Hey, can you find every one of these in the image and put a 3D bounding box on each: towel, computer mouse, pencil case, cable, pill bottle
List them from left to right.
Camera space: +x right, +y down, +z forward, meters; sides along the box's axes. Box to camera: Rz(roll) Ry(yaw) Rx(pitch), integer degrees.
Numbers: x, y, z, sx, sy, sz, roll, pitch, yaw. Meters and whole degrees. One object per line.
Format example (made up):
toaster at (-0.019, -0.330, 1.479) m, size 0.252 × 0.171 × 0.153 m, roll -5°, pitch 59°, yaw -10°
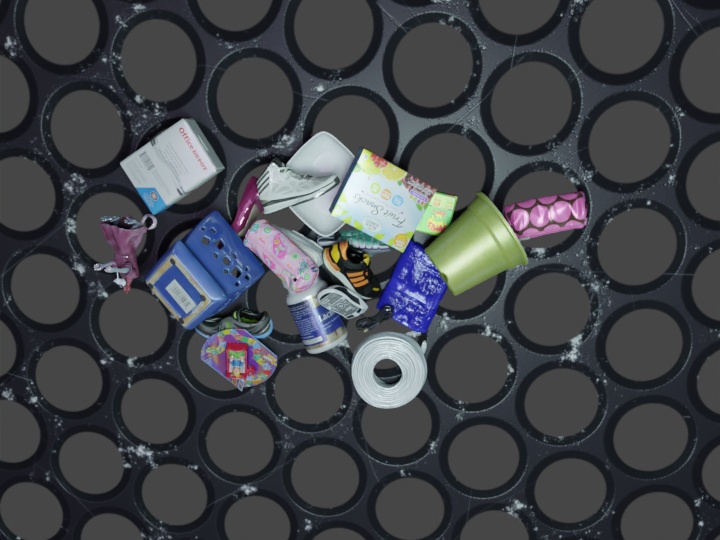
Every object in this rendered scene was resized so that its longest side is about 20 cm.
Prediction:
pencil case at (-0.186, -0.033, 1.468) m, size 0.200 × 0.087 × 0.088 m, roll 42°, pitch 103°, yaw 19°
pill bottle at (-0.118, 0.094, 1.558) m, size 0.114 × 0.116 × 0.203 m, roll -21°, pitch 100°, yaw 8°
computer mouse at (-0.020, 0.082, 1.522) m, size 0.109 × 0.044 × 0.199 m, roll -32°, pitch 130°, yaw 33°
cable at (0.073, 0.257, 1.602) m, size 0.196 × 0.069 × 0.204 m, roll 0°, pitch 102°, yaw 4°
towel at (0.142, 0.044, 1.563) m, size 0.146 × 0.050 × 0.203 m, roll 25°, pitch 103°, yaw -2°
pencil case at (0.441, -0.126, 1.487) m, size 0.196 × 0.091 × 0.095 m, roll -13°, pitch 64°, yaw 9°

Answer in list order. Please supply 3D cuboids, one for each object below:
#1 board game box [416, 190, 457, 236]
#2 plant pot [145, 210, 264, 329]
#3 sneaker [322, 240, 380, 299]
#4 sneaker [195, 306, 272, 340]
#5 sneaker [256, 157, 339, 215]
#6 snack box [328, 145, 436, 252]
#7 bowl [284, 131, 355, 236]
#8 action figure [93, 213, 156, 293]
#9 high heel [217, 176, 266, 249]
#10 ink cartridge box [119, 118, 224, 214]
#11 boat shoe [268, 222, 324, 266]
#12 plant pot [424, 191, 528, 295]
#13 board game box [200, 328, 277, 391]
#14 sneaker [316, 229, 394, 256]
board game box at (0.127, -0.154, 1.522) m, size 0.196 × 0.048 × 0.104 m, roll 13°, pitch 103°, yaw 1°
plant pot at (-0.382, 0.012, 1.494) m, size 0.199 × 0.180 × 0.201 m, roll -35°, pitch 98°, yaw 36°
sneaker at (0.000, 0.000, 1.509) m, size 0.089 × 0.071 × 0.199 m, roll -25°, pitch 132°, yaw 33°
sneaker at (-0.323, 0.129, 1.595) m, size 0.195 × 0.071 × 0.084 m, roll -2°, pitch 127°, yaw -1°
sneaker at (-0.153, -0.212, 1.442) m, size 0.197 × 0.076 × 0.117 m, roll -18°, pitch 102°, yaw 11°
snack box at (0.050, -0.164, 1.447) m, size 0.198 × 0.068 × 0.171 m, roll 27°, pitch 101°, yaw -14°
bowl at (-0.085, -0.210, 1.512) m, size 0.200 × 0.075 × 0.200 m, roll 45°, pitch 101°, yaw -7°
action figure at (-0.597, -0.042, 1.590) m, size 0.147 × 0.133 × 0.204 m, roll -19°, pitch 120°, yaw -35°
high heel at (-0.301, -0.138, 1.560) m, size 0.199 × 0.067 × 0.097 m, roll -40°, pitch 76°, yaw 11°
ink cartridge box at (-0.456, -0.255, 1.523) m, size 0.198 × 0.086 × 0.148 m, roll -31°, pitch 99°, yaw 8°
boat shoe at (-0.165, -0.067, 1.540) m, size 0.198 × 0.068 × 0.073 m, roll 23°, pitch 117°, yaw 29°
plant pot at (0.256, -0.046, 1.450) m, size 0.183 × 0.200 × 0.202 m, roll -35°, pitch 98°, yaw 5°
board game box at (-0.311, 0.238, 1.601) m, size 0.157 × 0.039 × 0.200 m, roll -34°, pitch 120°, yaw 19°
sneaker at (-0.010, -0.053, 1.555) m, size 0.196 × 0.075 × 0.089 m, roll 4°, pitch 126°, yaw 5°
